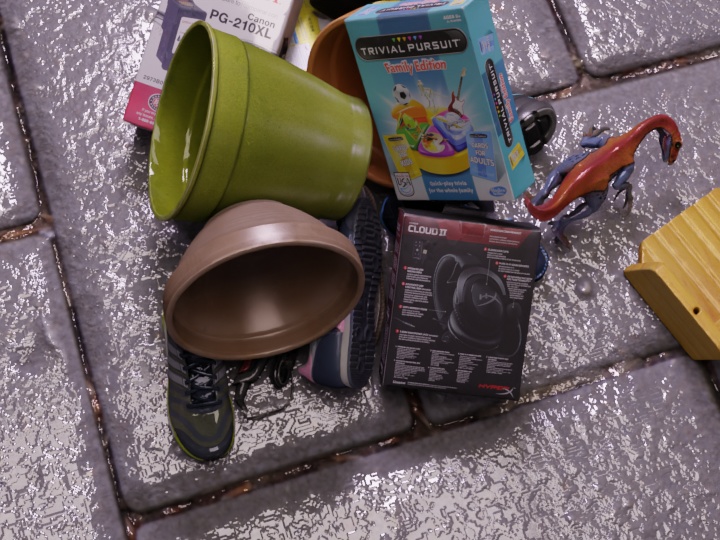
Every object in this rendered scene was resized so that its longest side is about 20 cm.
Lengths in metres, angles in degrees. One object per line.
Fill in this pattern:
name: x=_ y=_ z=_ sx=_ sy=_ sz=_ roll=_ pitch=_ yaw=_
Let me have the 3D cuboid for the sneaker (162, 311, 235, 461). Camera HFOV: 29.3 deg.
sneaker: x=-0.172 y=0.098 z=1.427 sx=0.073 sy=0.081 sz=0.203 roll=-10 pitch=69 yaw=-10

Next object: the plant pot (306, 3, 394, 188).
plant pot: x=0.058 y=-0.210 z=1.509 sx=0.200 sy=0.201 sz=0.140 roll=40 pitch=48 yaw=11

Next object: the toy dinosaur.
toy dinosaur: x=0.280 y=-0.106 z=1.533 sx=0.181 sy=0.200 sz=0.105 roll=-40 pitch=92 yaw=12

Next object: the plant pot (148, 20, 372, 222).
plant pot: x=-0.096 y=-0.132 z=1.406 sx=0.190 sy=0.200 sz=0.203 roll=11 pitch=65 yaw=-23

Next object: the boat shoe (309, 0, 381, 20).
boat shoe: x=0.012 y=-0.340 z=1.521 sx=0.075 sy=0.199 sz=0.075 roll=30 pitch=68 yaw=-29

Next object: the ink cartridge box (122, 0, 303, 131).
ink cartridge box: x=-0.161 y=-0.237 z=1.526 sx=0.143 sy=0.084 sz=0.203 roll=18 pitch=91 yaw=1

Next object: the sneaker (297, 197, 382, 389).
sneaker: x=-0.027 y=0.022 z=1.447 sx=0.081 sy=0.070 sz=0.203 roll=-1 pitch=76 yaw=29

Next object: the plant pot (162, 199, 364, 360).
plant pot: x=-0.102 y=-0.004 z=1.352 sx=0.198 sy=0.202 sz=0.094 roll=-12 pitch=58 yaw=-11

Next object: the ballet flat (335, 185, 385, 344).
ballet flat: x=0.000 y=0.000 z=1.508 sx=0.067 sy=0.046 sz=0.203 roll=-13 pitch=68 yaw=24

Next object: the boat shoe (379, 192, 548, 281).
boat shoe: x=0.117 y=-0.031 z=1.509 sx=0.197 sy=0.069 sz=0.085 roll=15 pitch=75 yaw=-11

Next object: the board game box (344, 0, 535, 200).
board game box: x=0.079 y=-0.170 z=1.378 sx=0.047 sy=0.150 sz=0.202 roll=-40 pitch=121 yaw=-41

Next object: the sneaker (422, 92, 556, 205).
sneaker: x=0.129 y=-0.136 z=1.576 sx=0.199 sy=0.076 sz=0.079 roll=-32 pitch=45 yaw=-11

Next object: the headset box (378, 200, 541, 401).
headset box: x=0.104 y=0.024 z=1.445 sx=0.146 sy=0.077 sz=0.203 roll=6 pitch=97 yaw=-4

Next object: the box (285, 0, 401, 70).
box: x=-0.021 y=-0.285 z=1.622 sx=0.197 sy=0.048 sz=0.119 roll=-14 pitch=70 yaw=-9

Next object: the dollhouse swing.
dollhouse swing: x=0.428 y=-0.023 z=1.495 sx=0.199 sy=0.176 sz=0.183 roll=-33 pitch=75 yaw=-17

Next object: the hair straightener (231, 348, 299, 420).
hair straightener: x=-0.080 y=0.070 z=1.471 sx=0.076 sy=0.041 sz=0.202 roll=18 pitch=67 yaw=1
